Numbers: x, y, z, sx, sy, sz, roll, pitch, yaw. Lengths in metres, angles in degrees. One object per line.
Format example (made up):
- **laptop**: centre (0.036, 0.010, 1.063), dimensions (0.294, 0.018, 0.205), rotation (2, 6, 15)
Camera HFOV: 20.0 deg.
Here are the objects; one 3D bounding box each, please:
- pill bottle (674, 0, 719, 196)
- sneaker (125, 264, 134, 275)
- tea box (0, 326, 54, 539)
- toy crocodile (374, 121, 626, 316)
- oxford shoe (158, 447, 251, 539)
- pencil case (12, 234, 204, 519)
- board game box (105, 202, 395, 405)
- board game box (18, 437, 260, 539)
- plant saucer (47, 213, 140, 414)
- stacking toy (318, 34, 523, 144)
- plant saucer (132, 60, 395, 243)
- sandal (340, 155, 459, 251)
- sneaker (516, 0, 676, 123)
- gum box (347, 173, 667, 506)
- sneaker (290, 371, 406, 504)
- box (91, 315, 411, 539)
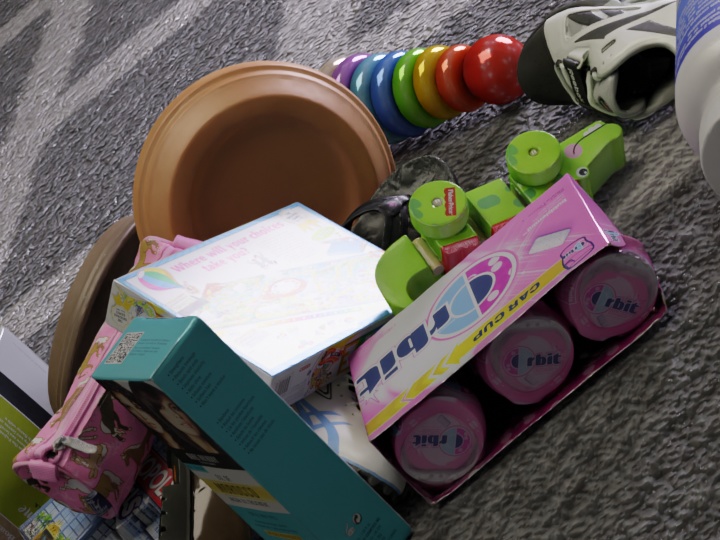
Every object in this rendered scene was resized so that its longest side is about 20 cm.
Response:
- **pill bottle**: centre (0.244, -0.123, 1.224), dimensions (0.112, 0.112, 0.200), rotation (-31, 27, 29)
- **sneaker**: centre (-0.157, 0.046, 1.556), dimensions (0.073, 0.087, 0.201), rotation (23, 95, 24)
- **tea box**: centre (-0.326, 0.187, 1.617), dimensions (0.200, 0.134, 0.197), rotation (-32, 26, 29)
- **toy crocodile**: centre (0.094, -0.035, 1.351), dimensions (0.199, 0.068, 0.062), rotation (-29, 54, -14)
- **oxford shoe**: centre (-0.088, 0.118, 1.346), dimensions (0.073, 0.084, 0.201), rotation (102, 170, -65)
- **pencil case**: centre (-0.160, 0.072, 1.417), dimensions (0.086, 0.083, 0.201), rotation (-9, 48, 60)
- **board game box**: centre (-0.053, 0.022, 1.358), dimensions (0.200, 0.134, 0.034), rotation (-26, -42, -50)
- **board game box**: centre (-0.134, 0.156, 1.444), dimensions (0.200, 0.062, 0.200), rotation (-48, 24, -7)
- **plant saucer**: centre (-0.194, 0.041, 1.608), dimensions (0.200, 0.029, 0.201), rotation (20, -90, -77)
- **stacking toy**: centre (0.053, -0.145, 1.622), dimensions (0.199, 0.085, 0.086), rotation (-9, 41, 46)
- **plant saucer**: centre (-0.066, -0.052, 1.498), dimensions (0.200, 0.200, 0.037), rotation (-46, 17, -4)
- **sandal**: centre (0.000, 0.001, 1.463), dimensions (0.075, 0.048, 0.201), rotation (38, 89, 27)
- **sneaker**: centre (0.172, -0.141, 1.417), dimensions (0.200, 0.074, 0.089), rotation (-15, 35, 49)
- **gum box**: centre (0.092, 0.037, 1.262), dimensions (0.200, 0.066, 0.114), rotation (-41, 23, 10)
- **sneaker**: centre (-0.013, 0.094, 1.336), dimensions (0.073, 0.072, 0.200), rotation (-51, 24, 1)
- **box**: centre (-0.064, 0.110, 1.229), dimensions (0.049, 0.200, 0.082), rotation (-54, 25, -22)
